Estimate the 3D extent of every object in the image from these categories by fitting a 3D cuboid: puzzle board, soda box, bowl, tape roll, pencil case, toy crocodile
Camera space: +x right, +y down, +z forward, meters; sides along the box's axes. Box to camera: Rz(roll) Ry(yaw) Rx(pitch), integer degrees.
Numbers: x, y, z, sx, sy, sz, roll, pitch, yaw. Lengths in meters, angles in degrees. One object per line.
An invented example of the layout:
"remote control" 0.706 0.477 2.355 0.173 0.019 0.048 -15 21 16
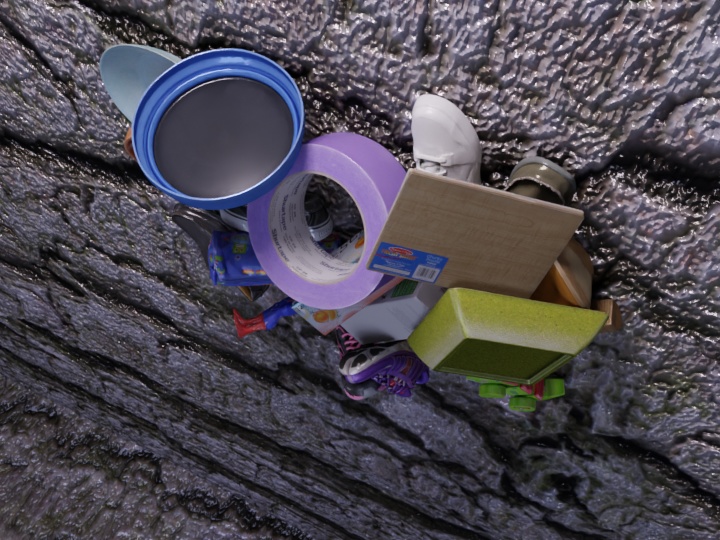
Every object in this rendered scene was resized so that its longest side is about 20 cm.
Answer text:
"puzzle board" 0.121 -0.034 0.989 0.198 0.018 0.151 13 136 -13
"soda box" 0.000 0.000 1.202 0.199 0.064 0.068 -36 116 27
"bowl" -0.160 -0.160 1.039 0.199 0.202 0.039 21 160 15
"tape roll" -0.033 -0.061 1.099 0.198 0.085 0.202 10 112 26
"pencil case" -0.118 -0.014 1.291 0.198 0.087 0.079 1 132 -3
"toy crocodile" 0.218 0.154 1.288 0.061 0.068 0.199 -12 153 42

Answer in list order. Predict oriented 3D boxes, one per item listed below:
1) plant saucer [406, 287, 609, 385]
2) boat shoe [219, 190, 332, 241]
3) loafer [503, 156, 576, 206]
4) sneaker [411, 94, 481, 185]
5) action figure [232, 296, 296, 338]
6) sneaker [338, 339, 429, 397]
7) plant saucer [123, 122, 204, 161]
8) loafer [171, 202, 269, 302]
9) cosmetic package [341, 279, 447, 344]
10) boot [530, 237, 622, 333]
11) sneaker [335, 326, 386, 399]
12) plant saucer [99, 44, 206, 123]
"plant saucer" 0.174 0.092 1.118 0.198 0.048 0.200 10 156 -10
"boat shoe" -0.120 -0.094 1.266 0.199 0.072 0.072 11 125 34
"loafer" 0.179 -0.055 1.026 0.075 0.070 0.200 28 152 2
"sneaker" 0.085 -0.088 1.015 0.073 0.116 0.201 13 147 31
"action figure" -0.089 0.046 1.336 0.065 0.198 0.052 -133 29 -78
"sneaker" 0.048 0.143 1.306 0.080 0.084 0.199 -13 173 36
"plant saucer" -0.202 -0.146 1.167 0.198 0.033 0.200 12 168 3
"loafer" -0.222 -0.031 1.447 0.199 0.073 0.073 36 153 -10
"cosmetic package" 0.057 0.032 1.250 0.085 0.108 0.199 42 149 -25
"boot" 0.221 0.030 1.116 0.143 0.071 0.201 -8 144 35
"sneaker" -0.008 0.118 1.405 0.078 0.200 0.096 -22 119 3
"plant saucer" -0.244 -0.226 1.182 0.199 0.039 0.202 23 151 14
